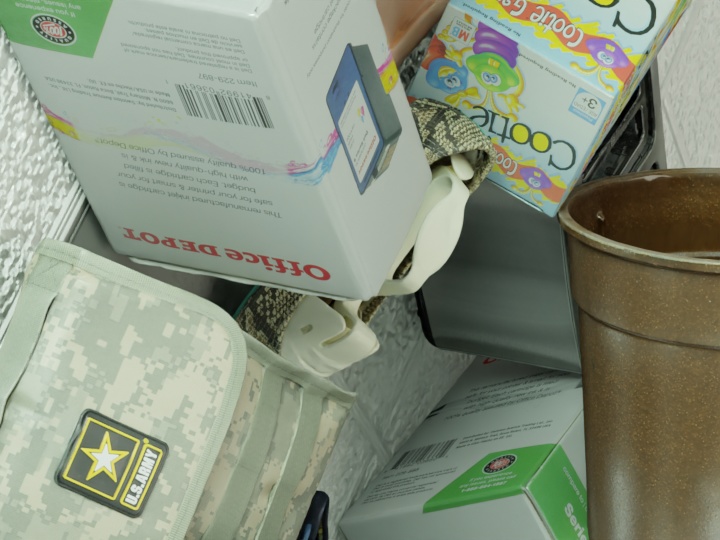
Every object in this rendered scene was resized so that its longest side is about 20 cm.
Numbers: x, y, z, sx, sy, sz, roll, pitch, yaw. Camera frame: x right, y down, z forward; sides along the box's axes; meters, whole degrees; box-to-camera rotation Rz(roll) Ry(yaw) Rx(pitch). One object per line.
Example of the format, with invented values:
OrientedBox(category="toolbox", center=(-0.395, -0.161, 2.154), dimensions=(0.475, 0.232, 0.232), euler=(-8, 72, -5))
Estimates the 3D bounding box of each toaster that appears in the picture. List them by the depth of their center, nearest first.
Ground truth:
OrientedBox(category="toaster", center=(0.102, -0.054, 1.647), dimensions=(0.200, 0.119, 0.181), euler=(-53, 145, -40))

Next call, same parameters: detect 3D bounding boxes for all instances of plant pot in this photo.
OrientedBox(category="plant pot", center=(0.203, 0.063, 1.529), dimensions=(0.200, 0.200, 0.198), euler=(-26, 122, -59))

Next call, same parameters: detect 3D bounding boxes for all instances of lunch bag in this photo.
OrientedBox(category="lunch bag", center=(-0.110, 0.091, 1.280), dimensions=(0.200, 0.118, 0.164), euler=(33, 78, -57))

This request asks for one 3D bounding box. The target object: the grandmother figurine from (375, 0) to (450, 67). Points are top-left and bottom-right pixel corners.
OrientedBox(category="grandmother figurine", center=(0.001, -0.111, 1.476), dimensions=(0.200, 0.061, 0.121), euler=(-60, 158, -30))

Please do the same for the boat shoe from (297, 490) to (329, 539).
OrientedBox(category="boat shoe", center=(-0.036, 0.196, 1.520), dimensions=(0.200, 0.069, 0.084), euler=(78, 22, -45))

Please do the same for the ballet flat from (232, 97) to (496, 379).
OrientedBox(category="ballet flat", center=(0.000, 0.000, 1.443), dimensions=(0.200, 0.075, 0.068), euler=(-52, 136, -4))

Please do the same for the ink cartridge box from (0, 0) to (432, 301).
OrientedBox(category="ink cartridge box", center=(-0.065, -0.085, 1.256), dimensions=(0.088, 0.145, 0.200), euler=(-62, 150, -32))

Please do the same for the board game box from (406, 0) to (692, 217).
OrientedBox(category="board game box", center=(0.117, -0.145, 1.525), dimensions=(0.200, 0.105, 0.103), euler=(-56, 174, -40))

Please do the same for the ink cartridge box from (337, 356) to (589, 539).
OrientedBox(category="ink cartridge box", center=(0.102, 0.117, 1.674), dimensions=(0.200, 0.146, 0.084), euler=(-47, 114, -46))
